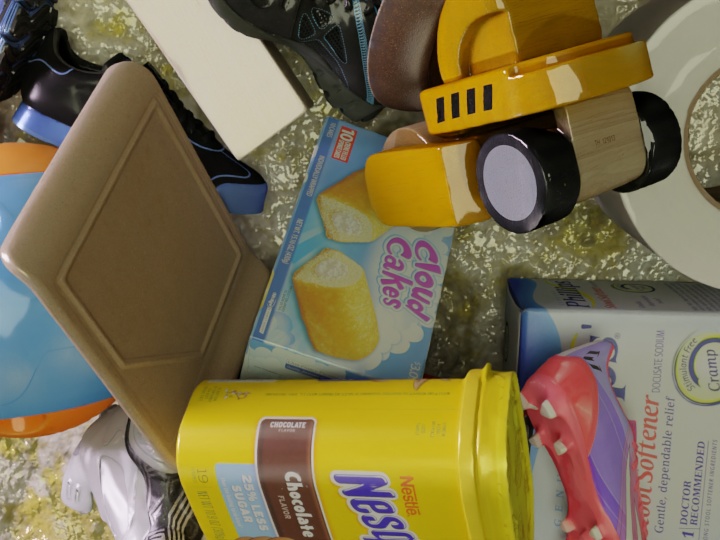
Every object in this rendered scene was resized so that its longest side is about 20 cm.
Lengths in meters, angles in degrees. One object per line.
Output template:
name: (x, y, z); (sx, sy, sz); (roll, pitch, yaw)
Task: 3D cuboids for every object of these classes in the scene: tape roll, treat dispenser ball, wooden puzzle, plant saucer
tape roll: (0.258, -0.098, 0.734); (0.199, 0.139, 0.206); (0, 103, 1)
treat dispenser ball: (-0.234, 0.013, 0.733); (0.198, 0.201, 0.204); (0, 102, 1)
wooden puzzle: (-0.135, -0.002, 0.676); (0.037, 0.186, 0.201); (-9, 133, 25)
plant saucer: (0.085, -0.181, 0.693); (0.032, 0.200, 0.201); (43, 100, 19)

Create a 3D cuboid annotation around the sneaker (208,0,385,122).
sneaker: (-0.030, -0.184, 0.716); (0.081, 0.074, 0.199); (-25, 139, 35)

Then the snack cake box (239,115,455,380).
snack cake box: (0.000, 0.000, 0.732); (0.113, 0.202, 0.068); (17, 143, -2)

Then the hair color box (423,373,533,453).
hair color box: (0.022, 0.132, 0.775); (0.198, 0.064, 0.113); (13, 104, 32)

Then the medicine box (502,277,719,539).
medicine box: (0.206, 0.107, 0.795); (0.197, 0.103, 0.185); (1, 102, 0)

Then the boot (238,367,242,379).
boot: (-0.073, 0.150, 0.774); (0.200, 0.065, 0.166); (-39, 75, 29)

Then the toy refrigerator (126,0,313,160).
toy refrigerator: (-0.119, -0.181, 0.755); (0.070, 0.076, 0.201); (-34, 100, 7)

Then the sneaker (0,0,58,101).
sneaker: (-0.290, -0.149, 0.767); (0.078, 0.075, 0.201); (33, 99, -2)

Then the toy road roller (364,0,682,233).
toy road roller: (0.089, -0.107, 0.648); (0.122, 0.199, 0.148); (-19, 100, -31)

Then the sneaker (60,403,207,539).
sneaker: (-0.152, 0.182, 0.750); (0.114, 0.075, 0.203); (-18, 71, 42)

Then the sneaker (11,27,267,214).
sneaker: (-0.153, -0.108, 0.773); (0.198, 0.070, 0.079); (22, 103, -7)

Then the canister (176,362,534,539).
canister: (0.001, 0.130, 0.650); (0.197, 0.087, 0.150); (-2, 132, 16)

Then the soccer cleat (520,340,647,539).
soccer cleat: (0.169, 0.146, 0.722); (0.076, 0.067, 0.202); (-29, 107, -21)
